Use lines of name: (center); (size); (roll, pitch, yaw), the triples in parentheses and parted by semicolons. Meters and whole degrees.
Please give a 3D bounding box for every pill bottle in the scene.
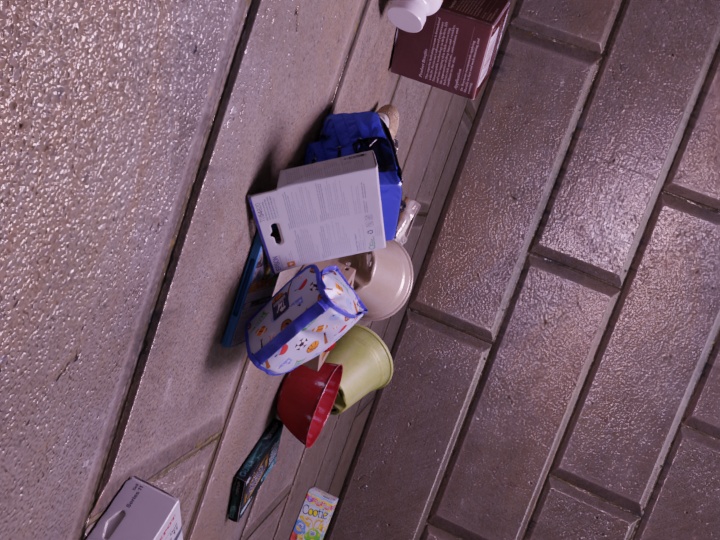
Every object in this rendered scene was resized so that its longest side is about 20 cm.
pill bottle: (0.118, -0.547, 1.399); (0.104, 0.102, 0.204); (69, 44, -75)

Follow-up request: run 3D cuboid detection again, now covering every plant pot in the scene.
plant pot: (-0.042, 0.273, 1.986); (0.184, 0.198, 0.203); (-39, 151, -47)
plant pot: (0.000, 0.000, 1.685); (0.204, 0.197, 0.183); (-68, 158, -2)

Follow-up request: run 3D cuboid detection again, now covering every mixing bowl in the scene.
mixing bowl: (-0.126, 0.291, 1.740); (0.200, 0.106, 0.204); (21, 89, -79)

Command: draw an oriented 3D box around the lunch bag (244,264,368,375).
lunch bag: (-0.094, 0.080, 1.245); (0.169, 0.125, 0.200); (-40, 178, 11)

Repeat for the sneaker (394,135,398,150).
sneaker: (0.018, -0.224, 1.653); (0.203, 0.077, 0.090); (-68, -166, -20)

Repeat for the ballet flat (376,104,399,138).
ballet flat: (0.027, -0.270, 1.574); (0.065, 0.069, 0.204); (57, 51, -64)

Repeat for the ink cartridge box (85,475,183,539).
ink cartridge box: (-0.318, 0.410, 1.060); (0.203, 0.081, 0.148); (99, 15, -45)

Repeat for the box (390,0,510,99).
box: (0.190, -0.495, 1.602); (0.165, 0.196, 0.168); (-57, 165, -48)

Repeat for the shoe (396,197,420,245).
shoe: (0.135, -0.131, 2.416); (0.070, 0.052, 0.204); (14, 96, -79)

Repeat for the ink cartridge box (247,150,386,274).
ink cartridge box: (-0.063, -0.086, 1.178); (0.201, 0.195, 0.041); (82, -6, -54)

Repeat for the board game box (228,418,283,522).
board game box: (-0.234, 0.447, 1.706); (0.201, 0.028, 0.138); (-54, 162, -56)

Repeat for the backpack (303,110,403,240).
backpack: (-0.016, -0.172, 1.287); (0.164, 0.164, 0.203); (105, -20, -51)

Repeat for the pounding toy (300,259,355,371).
pounding toy: (-0.075, 0.083, 1.512); (0.185, 0.140, 0.203); (-59, 166, -45)

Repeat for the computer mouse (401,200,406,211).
computer mouse: (0.115, -0.169, 2.297); (0.200, 0.033, 0.060); (-50, 157, -63)

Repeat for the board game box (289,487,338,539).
board game box: (-0.167, 0.889, 2.685); (0.103, 0.103, 0.204); (51, 60, -77)

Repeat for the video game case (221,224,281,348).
video game case: (-0.168, 0.022, 1.261); (0.143, 0.017, 0.204); (-16, 126, -76)
